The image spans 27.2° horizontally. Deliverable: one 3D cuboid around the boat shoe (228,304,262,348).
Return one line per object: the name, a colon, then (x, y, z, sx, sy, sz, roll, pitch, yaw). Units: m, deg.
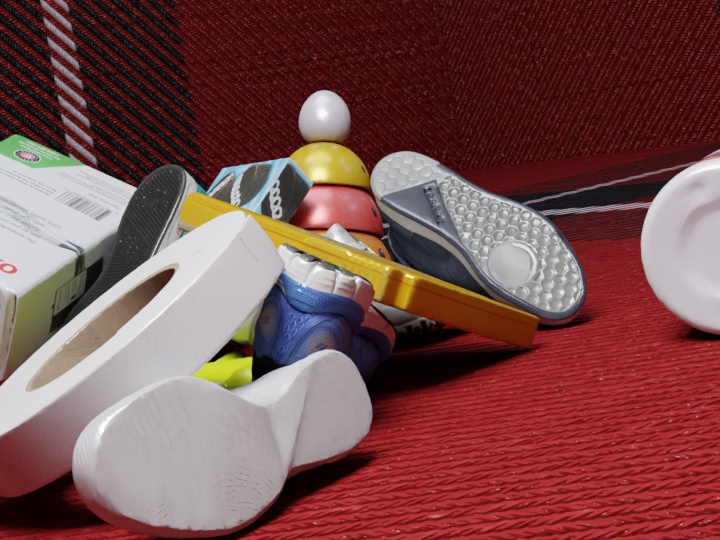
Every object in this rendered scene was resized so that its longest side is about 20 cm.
boat shoe: (-0.073, 0.023, 1.091, 0.068, 0.075, 0.200, 25, -6, 6)

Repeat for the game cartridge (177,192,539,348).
game cartridge: (0.000, 0.000, 1.023, 0.199, 0.033, 0.176, 18, 0, 38)

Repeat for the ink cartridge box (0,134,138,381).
ink cartridge box: (-0.271, -0.016, 1.144, 0.146, 0.084, 0.200, 25, 30, 15)

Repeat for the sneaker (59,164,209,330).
sneaker: (-0.152, 0.034, 1.139, 0.083, 0.201, 0.121, 11, -21, 43)

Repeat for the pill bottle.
pill bottle: (0.265, -0.029, 1.023, 0.113, 0.115, 0.200, -7, 6, 22)

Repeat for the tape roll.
tape roll: (-0.130, 0.042, 0.812, 0.202, 0.037, 0.203, -36, 13, 9)

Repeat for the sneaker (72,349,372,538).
sneaker: (-0.079, 0.092, 0.729, 0.088, 0.076, 0.199, -21, -7, 33)

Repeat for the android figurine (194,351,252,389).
android figurine: (-0.137, 0.086, 0.960, 0.180, 0.041, 0.200, -8, 4, 15)

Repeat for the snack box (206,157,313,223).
snack box: (-0.131, -0.006, 1.282, 0.116, 0.037, 0.201, -3, 50, 55)

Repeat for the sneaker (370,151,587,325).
sneaker: (0.100, 0.002, 1.189, 0.077, 0.147, 0.202, -42, 61, -18)

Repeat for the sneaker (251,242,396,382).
sneaker: (-0.033, 0.050, 0.906, 0.078, 0.090, 0.200, 24, -9, 13)

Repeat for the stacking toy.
stacking toy: (-0.033, -0.064, 1.347, 0.145, 0.202, 0.146, 0, -5, 0)

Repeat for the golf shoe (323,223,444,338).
golf shoe: (-0.006, 0.011, 1.190, 0.199, 0.098, 0.078, -3, 7, 39)
